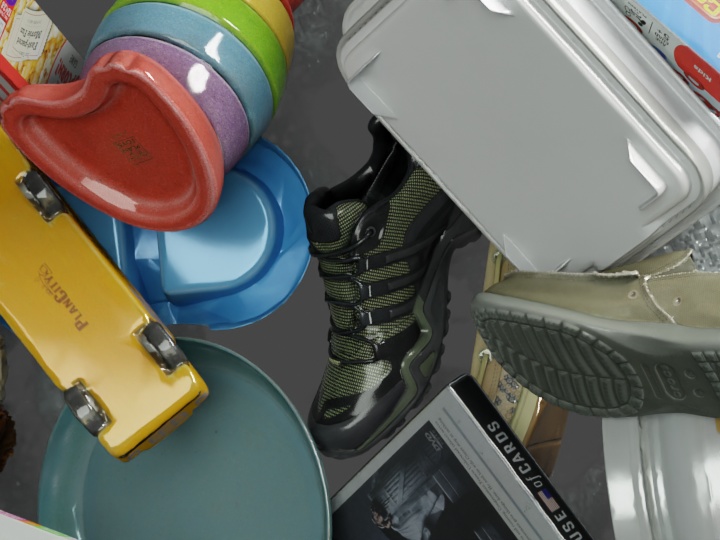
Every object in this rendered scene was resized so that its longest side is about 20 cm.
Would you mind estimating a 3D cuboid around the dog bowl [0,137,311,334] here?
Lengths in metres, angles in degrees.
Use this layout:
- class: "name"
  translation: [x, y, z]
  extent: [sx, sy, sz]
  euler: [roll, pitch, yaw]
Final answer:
- class: "dog bowl"
  translation: [-0.117, -0.017, 1.676]
  extent: [0.200, 0.050, 0.112]
  euler: [-6, 86, 13]

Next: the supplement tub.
- class: "supplement tub"
  translation: [0.233, 0.104, 1.545]
  extent: [0.200, 0.144, 0.145]
  euler: [-8, 85, 12]

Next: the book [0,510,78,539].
- class: "book"
  translation: [-0.244, 0.166, 1.495]
  extent: [0.200, 0.048, 0.134]
  euler: [18, 87, 14]

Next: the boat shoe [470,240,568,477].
- class: "boat shoe"
  translation: [0.079, 0.062, 1.623]
  extent: [0.063, 0.073, 0.200]
  euler: [15, 80, 18]

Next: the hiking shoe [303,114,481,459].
- class: "hiking shoe"
  translation: [0.000, 0.000, 1.617]
  extent: [0.101, 0.076, 0.200]
  euler: [24, 83, -30]

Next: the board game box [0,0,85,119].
- class: "board game box"
  translation: [-0.239, -0.138, 1.630]
  extent: [0.151, 0.200, 0.046]
  euler: [20, 81, 13]

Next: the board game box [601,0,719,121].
- class: "board game box"
  translation: [0.120, -0.137, 1.553]
  extent: [0.200, 0.196, 0.056]
  euler: [42, 72, 12]

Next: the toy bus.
- class: "toy bus"
  translation: [-0.162, 0.011, 1.613]
  extent: [0.065, 0.078, 0.200]
  euler: [-39, 77, -2]

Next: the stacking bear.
- class: "stacking bear"
  translation: [-0.086, -0.128, 1.617]
  extent: [0.121, 0.200, 0.114]
  euler: [-16, 125, 44]

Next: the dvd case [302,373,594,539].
- class: "dvd case"
  translation: [0.044, 0.166, 1.588]
  extent: [0.150, 0.025, 0.200]
  euler: [53, 134, 10]

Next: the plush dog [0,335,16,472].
- class: "plush dog"
  translation: [-0.277, 0.060, 1.651]
  extent: [0.172, 0.160, 0.200]
  euler: [-18, 83, 10]

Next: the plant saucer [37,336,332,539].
- class: "plant saucer"
  translation: [-0.093, 0.136, 1.646]
  extent: [0.200, 0.027, 0.200]
  euler: [0, 90, 33]

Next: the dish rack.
- class: "dish rack"
  translation: [0.081, -0.078, 1.514]
  extent: [0.200, 0.044, 0.172]
  euler: [47, 141, -4]

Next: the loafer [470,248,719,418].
- class: "loafer"
  translation: [0.149, 0.030, 1.503]
  extent: [0.200, 0.075, 0.070]
  euler: [9, 49, 32]
